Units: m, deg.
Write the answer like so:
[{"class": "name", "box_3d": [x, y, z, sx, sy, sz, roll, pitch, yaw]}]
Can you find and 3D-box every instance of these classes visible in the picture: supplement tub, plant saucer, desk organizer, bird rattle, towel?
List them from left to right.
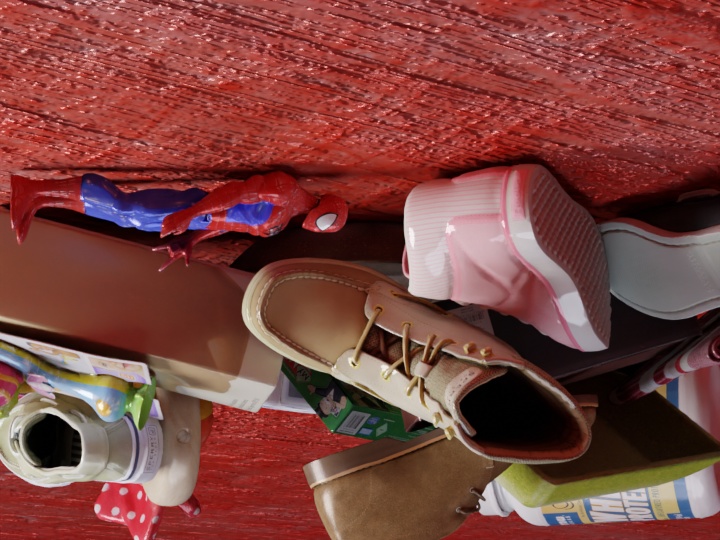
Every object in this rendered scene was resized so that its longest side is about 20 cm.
[{"class": "bird rattle", "box_3d": [-0.145, 0.100, 1.746, 0.112, 0.201, 0.163, 7, -170, -14]}, {"class": "plant saucer", "box_3d": [0.000, 0.000, 1.686, 0.200, 0.037, 0.200, 0, 167, 0]}, {"class": "desk organizer", "box_3d": [0.116, 0.044, 1.673, 0.199, 0.072, 0.077, -16, 170, -11]}, {"class": "plant saucer", "box_3d": [0.128, 0.103, 1.796, 0.200, 0.048, 0.200, -4, -146, -44]}, {"class": "supplement tub", "box_3d": [0.195, 0.135, 2.062, 0.199, 0.145, 0.145, -5, 167, 15]}, {"class": "towel", "box_3d": [0.255, 0.037, 1.723, 0.144, 0.023, 0.200, -36, 179, -19]}]

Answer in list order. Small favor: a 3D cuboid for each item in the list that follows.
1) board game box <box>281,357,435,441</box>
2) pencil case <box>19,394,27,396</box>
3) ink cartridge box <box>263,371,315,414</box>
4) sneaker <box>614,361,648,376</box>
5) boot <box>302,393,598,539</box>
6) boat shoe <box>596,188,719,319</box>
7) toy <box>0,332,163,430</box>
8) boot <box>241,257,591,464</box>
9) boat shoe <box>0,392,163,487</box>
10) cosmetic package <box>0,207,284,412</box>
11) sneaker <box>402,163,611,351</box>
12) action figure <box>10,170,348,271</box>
[{"class": "board game box", "box_3d": [0.005, 0.075, 1.839, 0.029, 0.135, 0.200, -51, 147, 15]}, {"class": "pencil case", "box_3d": [-0.203, 0.060, 1.841, 0.200, 0.091, 0.094, 10, -172, -35]}, {"class": "ink cartridge box", "box_3d": [-0.057, 0.089, 1.987, 0.200, 0.044, 0.198, 10, 176, -44]}, {"class": "sneaker", "box_3d": [0.151, 0.029, 1.812, 0.200, 0.072, 0.083, 10, -173, -38]}, {"class": "boot", "box_3d": [0.068, 0.133, 1.658, 0.199, 0.076, 0.074, -19, 170, 1]}, {"class": "boat shoe", "box_3d": [0.216, -0.014, 1.568, 0.060, 0.076, 0.200, -37, -158, -25]}, {"class": "toy", "box_3d": [-0.230, 0.071, 1.603, 0.199, 0.047, 0.115, 10, 160, 5]}, {"class": "boot", "box_3d": [0.034, 0.055, 1.522, 0.200, 0.072, 0.155, 22, -175, -18]}, {"class": "boat shoe", "box_3d": [-0.207, 0.112, 1.717, 0.062, 0.072, 0.200, 8, 173, -34]}, {"class": "cosmetic package", "box_3d": [-0.148, 0.028, 1.614, 0.199, 0.071, 0.105, 14, 166, -5]}, {"class": "sneaker", "box_3d": [0.088, -0.006, 1.556, 0.104, 0.076, 0.200, -7, 154, 21]}, {"class": "action figure", "box_3d": [-0.107, -0.034, 1.504, 0.199, 0.052, 0.065, -3, 164, -3]}]
